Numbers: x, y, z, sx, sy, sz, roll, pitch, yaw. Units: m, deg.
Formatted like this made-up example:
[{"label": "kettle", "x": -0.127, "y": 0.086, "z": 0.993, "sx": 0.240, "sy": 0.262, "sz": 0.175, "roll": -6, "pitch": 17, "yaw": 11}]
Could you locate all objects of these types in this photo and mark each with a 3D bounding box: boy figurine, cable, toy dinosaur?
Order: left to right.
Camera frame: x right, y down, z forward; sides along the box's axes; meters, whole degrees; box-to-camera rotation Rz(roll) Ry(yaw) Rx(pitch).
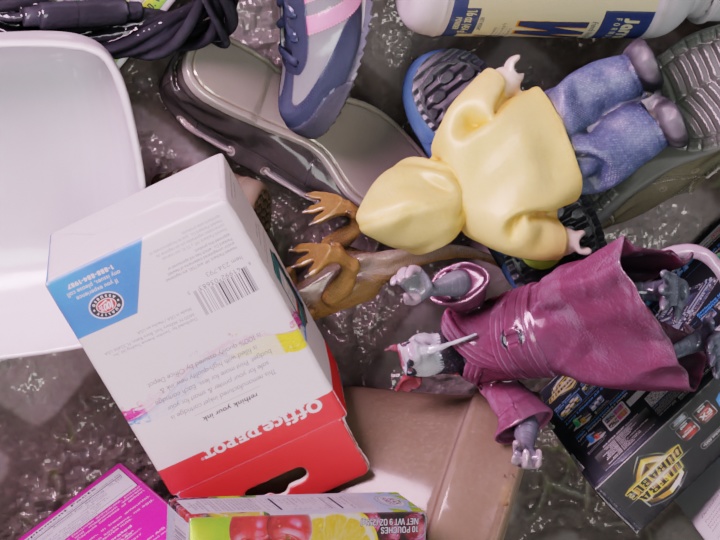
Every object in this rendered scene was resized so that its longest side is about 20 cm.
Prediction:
[{"label": "cable", "x": -0.157, "y": -0.173, "z": 1.202, "sx": 0.163, "sy": 0.051, "sz": 0.200, "roll": -28, "pitch": 133, "yaw": 33}, {"label": "toy dinosaur", "x": 0.000, "y": 0.000, "z": 1.311, "sx": 0.199, "sy": 0.061, "sz": 0.106, "roll": -23, "pitch": 141, "yaw": 3}, {"label": "boy figurine", "x": 0.093, "y": -0.058, "z": 1.246, "sx": 0.199, "sy": 0.064, "sz": 0.125, "roll": -27, "pitch": 92, "yaw": -4}]

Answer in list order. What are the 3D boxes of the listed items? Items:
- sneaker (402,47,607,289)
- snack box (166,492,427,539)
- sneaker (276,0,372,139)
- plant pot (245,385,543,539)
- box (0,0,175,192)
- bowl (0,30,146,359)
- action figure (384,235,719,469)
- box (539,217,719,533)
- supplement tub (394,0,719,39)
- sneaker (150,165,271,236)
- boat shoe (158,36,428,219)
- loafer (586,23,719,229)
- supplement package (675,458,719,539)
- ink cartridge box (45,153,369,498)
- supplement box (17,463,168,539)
[{"label": "sneaker", "x": 0.092, "y": -0.049, "z": 1.315, "sx": 0.066, "sy": 0.078, "sz": 0.201, "roll": -32, "pitch": 91, "yaw": -6}, {"label": "snack box", "x": -0.039, "y": 0.229, "z": 1.193, "sx": 0.142, "sy": 0.053, "sz": 0.201, "roll": 1, "pitch": 96, "yaw": -19}, {"label": "sneaker", "x": -0.035, "y": -0.178, "z": 1.244, "sx": 0.082, "sy": 0.070, "sz": 0.201, "roll": 5, "pitch": 103, "yaw": -29}, {"label": "plant pot", "x": 0.006, "y": 0.147, "z": 1.326, "sx": 0.174, "sy": 0.200, "sz": 0.201, "roll": 18, "pitch": 102, "yaw": 6}, {"label": "box", "x": -0.187, "y": -0.159, "z": 1.284, "sx": 0.110, "sy": 0.035, "sz": 0.200, "roll": 38, "pitch": 96, "yaw": -15}, {"label": "bowl", "x": -0.226, "y": -0.051, "z": 1.246, "sx": 0.199, "sy": 0.075, "sz": 0.201, "roll": -7, "pitch": 118, "yaw": -4}, {"label": "action figure", "x": 0.103, "y": 0.028, "z": 1.234, "sx": 0.199, "sy": 0.149, "sz": 0.134, "roll": -10, "pitch": 109, "yaw": 30}, {"label": "box", "x": 0.209, "y": 0.055, "z": 1.331, "sx": 0.200, "sy": 0.159, "sz": 0.046, "roll": -45, "pitch": 109, "yaw": 4}, {"label": "supplement tub", "x": 0.123, "y": -0.211, "z": 1.258, "sx": 0.199, "sy": 0.145, "sz": 0.146, "roll": 0, "pitch": 104, "yaw": -8}, {"label": "sneaker", "x": -0.107, "y": 0.031, "z": 1.339, "sx": 0.075, "sy": 0.070, "sz": 0.201, "roll": 15, "pitch": 105, "yaw": 14}, {"label": "boat shoe", "x": -0.035, "y": -0.081, "z": 1.323, "sx": 0.200, "sy": 0.057, "sz": 0.067, "roll": 31, "pitch": 62, "yaw": -18}, {"label": "loafer", "x": 0.196, "y": -0.088, "z": 1.320, "sx": 0.200, "sy": 0.070, "sz": 0.075, "roll": -32, "pitch": 73, "yaw": 27}, {"label": "supplement package", "x": 0.275, "y": 0.131, "z": 1.339, "sx": 0.117, "sy": 0.200, "sz": 0.118, "roll": 33, "pitch": 98, "yaw": -15}, {"label": "ink cartridge box", "x": -0.086, "y": 0.048, "z": 1.235, "sx": 0.116, "sy": 0.067, "sz": 0.200, "roll": -24, "pitch": 117, "yaw": 6}, {"label": "supplement box", "x": -0.135, "y": 0.203, "z": 1.292, "sx": 0.103, "sy": 0.200, "sz": 0.101, "roll": -36, "pitch": 106, "yaw": -11}]
